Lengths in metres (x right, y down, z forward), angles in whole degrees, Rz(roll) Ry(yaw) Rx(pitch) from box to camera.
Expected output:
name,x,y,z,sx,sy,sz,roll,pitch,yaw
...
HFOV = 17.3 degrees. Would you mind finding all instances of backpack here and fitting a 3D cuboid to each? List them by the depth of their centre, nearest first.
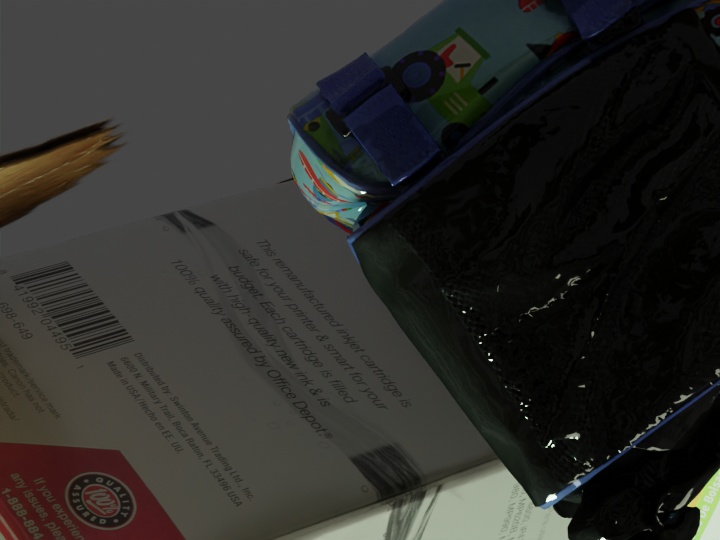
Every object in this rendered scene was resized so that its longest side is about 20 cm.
name,x,y,z,sx,sy,sz,roll,pitch,yaw
backpack,0.096,-0.037,0.591,0.200,0.135,0.183,-37,176,1

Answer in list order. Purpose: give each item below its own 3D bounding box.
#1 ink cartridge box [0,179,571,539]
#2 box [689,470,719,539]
name,x,y,z,sx,sy,sz,roll,pitch,yaw
ink cartridge box,-0.038,0.053,0.741,0.200,0.146,0.085,-18,137,-30
box,0.155,0.082,1.108,0.112,0.101,0.200,24,122,-23
